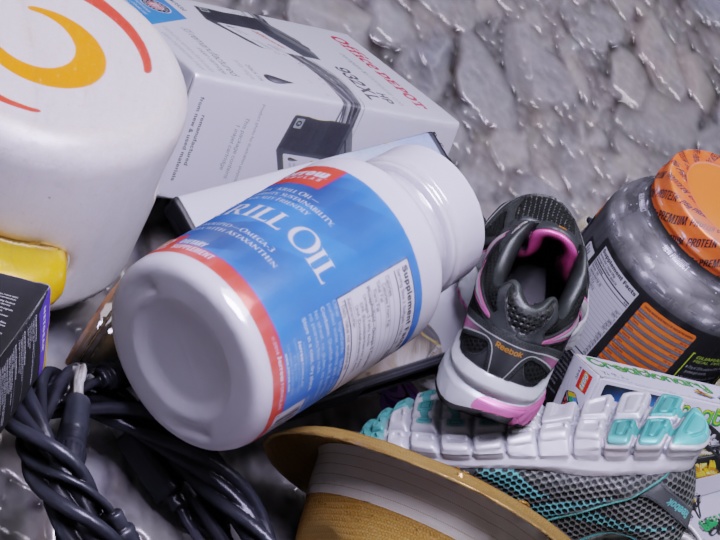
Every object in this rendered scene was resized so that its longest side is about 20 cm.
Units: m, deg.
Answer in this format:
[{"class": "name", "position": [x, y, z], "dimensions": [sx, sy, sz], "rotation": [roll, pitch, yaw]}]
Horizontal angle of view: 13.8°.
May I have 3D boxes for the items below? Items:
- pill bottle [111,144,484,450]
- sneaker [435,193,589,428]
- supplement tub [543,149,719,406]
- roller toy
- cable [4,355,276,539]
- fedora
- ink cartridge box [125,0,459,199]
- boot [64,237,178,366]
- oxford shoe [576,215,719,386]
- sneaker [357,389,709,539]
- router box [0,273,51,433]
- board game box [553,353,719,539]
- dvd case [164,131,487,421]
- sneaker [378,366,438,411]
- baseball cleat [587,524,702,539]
[{"class": "pill bottle", "position": [-0.027, 0.006, 1.586], "dimensions": [0.112, 0.112, 0.200], "rotation": [47, 47, 13]}, {"class": "sneaker", "position": [0.101, 0.005, 1.654], "dimensions": [0.080, 0.087, 0.200], "rotation": [22, 31, -5]}, {"class": "supplement tub", "position": [0.170, 0.028, 1.809], "dimensions": [0.122, 0.200, 0.123], "rotation": [25, 35, -20]}, {"class": "roller toy", "position": [-0.195, -0.071, 1.635], "dimensions": [0.200, 0.140, 0.182], "rotation": [41, 38, 21]}, {"class": "cable", "position": [-0.106, 0.128, 1.537], "dimensions": [0.200, 0.051, 0.163], "rotation": [61, 21, 17]}, {"class": "fedora", "position": [0.027, 0.156, 1.600], "dimensions": [0.200, 0.201, 0.082], "rotation": [30, 73, -13]}, {"class": "ink cartridge box", "position": [-0.064, -0.097, 1.804], "dimensions": [0.199, 0.084, 0.145], "rotation": [9, 21, -37]}, {"class": "boot", "position": [-0.083, 0.034, 1.679], "dimensions": [0.097, 0.075, 0.200], "rotation": [41, 32, 9]}, {"class": "oxford shoe", "position": [0.205, 0.034, 1.949], "dimensions": [0.199, 0.074, 0.071], "rotation": [27, 35, -17]}, {"class": "sneaker", "position": [0.093, 0.119, 1.645], "dimensions": [0.199, 0.092, 0.078], "rotation": [3, 24, 16]}, {"class": "router box", "position": [-0.269, 0.043, 1.441], "dimensions": [0.199, 0.052, 0.157], "rotation": [14, 33, 10]}, {"class": "board game box", "position": [0.187, 0.128, 1.773], "dimensions": [0.199, 0.127, 0.035], "rotation": [14, 17, -33]}, {"class": "dvd case", "position": [0.000, 0.000, 1.695], "dimensions": [0.200, 0.018, 0.143], "rotation": [-16, 68, -39]}, {"class": "sneaker", "position": [0.024, 0.051, 1.744], "dimensions": [0.080, 0.083, 0.200], "rotation": [-19, 71, -39]}, {"class": "baseball cleat", "position": [0.193, 0.191, 1.726], "dimensions": [0.199, 0.106, 0.070], "rotation": [8, 58, -31]}]
